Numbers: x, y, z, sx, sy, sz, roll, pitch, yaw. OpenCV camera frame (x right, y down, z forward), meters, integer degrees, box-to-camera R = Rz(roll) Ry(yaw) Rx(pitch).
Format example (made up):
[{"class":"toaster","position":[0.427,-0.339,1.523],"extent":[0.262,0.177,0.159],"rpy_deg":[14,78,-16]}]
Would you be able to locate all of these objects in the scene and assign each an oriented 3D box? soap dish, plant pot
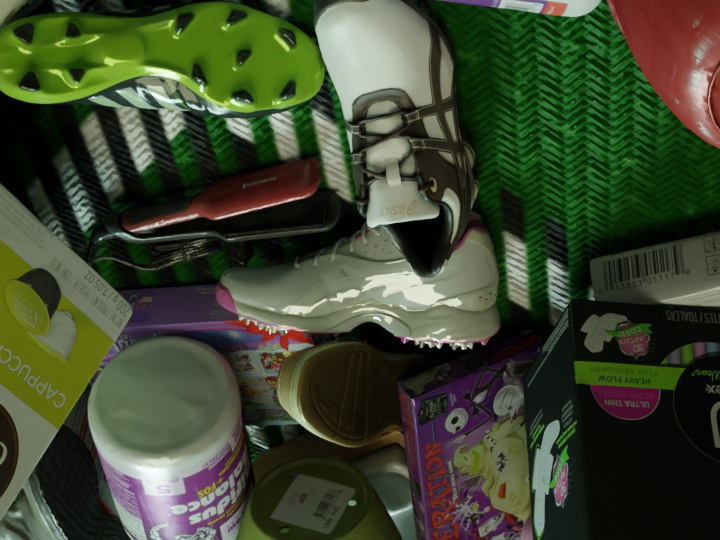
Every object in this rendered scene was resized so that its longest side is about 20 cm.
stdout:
[{"class":"soap dish","position":[0.009,0.188,1.155],"extent":[0.199,0.082,0.157],"rpy_deg":[-27,129,35]},{"class":"plant pot","position":[-0.028,0.247,1.051],"extent":[0.184,0.188,0.202],"rpy_deg":[1,125,8]}]

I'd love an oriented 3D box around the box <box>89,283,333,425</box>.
[{"class":"box","position":[-0.118,0.068,1.065],"extent":[0.197,0.039,0.138],"rpy_deg":[-4,140,14]}]

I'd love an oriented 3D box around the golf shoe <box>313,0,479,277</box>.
[{"class":"golf shoe","position":[0.025,-0.081,0.825],"extent":[0.077,0.095,0.201],"rpy_deg":[-10,136,22]}]

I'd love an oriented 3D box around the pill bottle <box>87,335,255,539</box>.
[{"class":"pill bottle","position":[-0.137,0.151,1.047],"extent":[0.111,0.113,0.201],"rpy_deg":[3,141,5]}]

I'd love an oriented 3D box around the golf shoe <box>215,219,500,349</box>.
[{"class":"golf shoe","position":[0.000,0.000,0.944],"extent":[0.197,0.075,0.093],"rpy_deg":[3,105,-2]}]

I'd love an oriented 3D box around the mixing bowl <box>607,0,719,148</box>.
[{"class":"mixing bowl","position":[0.227,-0.130,0.723],"extent":[0.197,0.109,0.201],"rpy_deg":[5,140,4]}]

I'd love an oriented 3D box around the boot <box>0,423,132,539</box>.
[{"class":"boot","position":[-0.263,0.186,1.055],"extent":[0.129,0.068,0.201],"rpy_deg":[2,139,14]}]

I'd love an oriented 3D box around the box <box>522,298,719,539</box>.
[{"class":"box","position":[0.196,0.139,0.905],"extent":[0.146,0.202,0.125],"rpy_deg":[4,152,-8]}]

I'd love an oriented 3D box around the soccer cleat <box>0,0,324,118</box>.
[{"class":"soccer cleat","position":[-0.121,-0.127,0.823],"extent":[0.197,0.069,0.081],"rpy_deg":[0,-174,-14]}]

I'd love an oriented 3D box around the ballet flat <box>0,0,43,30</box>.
[{"class":"ballet flat","position":[-0.237,-0.150,0.804],"extent":[0.074,0.075,0.199],"rpy_deg":[34,133,-28]}]

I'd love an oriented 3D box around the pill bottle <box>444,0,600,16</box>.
[{"class":"pill bottle","position":[0.029,-0.192,0.677],"extent":[0.197,0.113,0.113],"rpy_deg":[7,141,0]}]

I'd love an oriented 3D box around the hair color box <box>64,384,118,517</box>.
[{"class":"hair color box","position":[-0.249,0.111,1.089],"extent":[0.060,0.102,0.201],"rpy_deg":[-10,137,19]}]

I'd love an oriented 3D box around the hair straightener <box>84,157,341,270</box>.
[{"class":"hair straightener","position":[-0.104,-0.021,0.953],"extent":[0.198,0.041,0.077],"rpy_deg":[-16,136,17]}]

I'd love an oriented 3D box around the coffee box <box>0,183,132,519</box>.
[{"class":"coffee box","position":[-0.310,0.037,0.882],"extent":[0.199,0.199,0.200],"rpy_deg":[10,151,45]}]

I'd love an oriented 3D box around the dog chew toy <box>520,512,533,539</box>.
[{"class":"dog chew toy","position":[0.187,0.181,1.026],"extent":[0.123,0.199,0.126],"rpy_deg":[15,117,32]}]

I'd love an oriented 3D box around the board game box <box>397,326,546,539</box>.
[{"class":"board game box","position":[0.093,0.150,1.050],"extent":[0.119,0.032,0.202],"rpy_deg":[-19,124,-16]}]

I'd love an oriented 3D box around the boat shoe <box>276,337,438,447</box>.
[{"class":"boat shoe","position":[-0.012,0.085,0.992],"extent":[0.066,0.075,0.199],"rpy_deg":[8,177,28]}]

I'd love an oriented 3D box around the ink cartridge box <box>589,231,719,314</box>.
[{"class":"ink cartridge box","position":[0.269,0.034,0.973],"extent":[0.161,0.058,0.200],"rpy_deg":[-14,153,23]}]
